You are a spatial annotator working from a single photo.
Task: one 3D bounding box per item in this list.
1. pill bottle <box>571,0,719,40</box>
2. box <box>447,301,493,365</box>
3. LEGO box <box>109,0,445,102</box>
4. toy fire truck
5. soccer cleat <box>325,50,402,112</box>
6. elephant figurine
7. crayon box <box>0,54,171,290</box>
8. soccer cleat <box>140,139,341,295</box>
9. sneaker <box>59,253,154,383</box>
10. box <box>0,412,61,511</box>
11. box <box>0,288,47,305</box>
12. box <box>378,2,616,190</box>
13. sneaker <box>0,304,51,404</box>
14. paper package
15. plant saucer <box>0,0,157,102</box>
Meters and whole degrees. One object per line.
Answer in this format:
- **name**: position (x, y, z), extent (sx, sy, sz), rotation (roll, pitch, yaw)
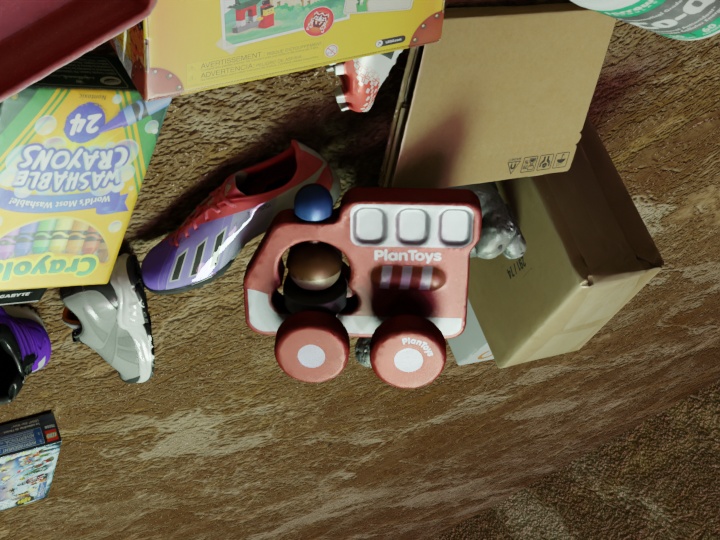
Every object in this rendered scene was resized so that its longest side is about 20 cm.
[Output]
- **pill bottle**: position (0.199, -0.235, 0.939), extent (0.113, 0.114, 0.199), rotation (-38, 155, 33)
- **box**: position (0.208, 0.036, 1.628), extent (0.199, 0.098, 0.124), rotation (-7, 154, -38)
- **LEGO box**: position (-0.047, -0.196, 0.758), extent (0.199, 0.077, 0.149), rotation (-15, 136, -22)
- **toy fire truck**: position (0.000, 0.000, 1.121), extent (0.199, 0.112, 0.169), rotation (3, 123, 3)
- **soccer cleat**: position (0.013, -0.180, 0.944), extent (0.085, 0.069, 0.200), rotation (-16, 154, -7)
- **elephant figurine**: position (0.042, -0.026, 1.227), extent (0.199, 0.156, 0.141), rotation (-28, 162, 9)
- **crayon box**: position (-0.223, -0.054, 0.920), extent (0.125, 0.052, 0.201), rotation (-4, 131, -40)
- **soccer cleat**: position (-0.116, -0.048, 1.143), extent (0.199, 0.068, 0.073), rotation (-28, 142, 10)
- **sneaker**: position (-0.237, 0.049, 1.241), extent (0.079, 0.074, 0.200), rotation (-11, 151, -7)
- **box**: position (-0.424, 0.234, 1.517), extent (0.136, 0.040, 0.200), rotation (-13, 157, -24)
- **box**: position (-0.313, -0.026, 0.994), extent (0.199, 0.050, 0.160), rotation (-6, 151, -38)
- **box**: position (0.118, -0.147, 1.108), extent (0.199, 0.021, 0.164), rotation (-10, 129, -30)
- **sneaker**: position (-0.321, 0.077, 1.157), extent (0.069, 0.100, 0.200), rotation (-21, 159, 0)
- **paper package**: position (0.184, -0.028, 1.314), extent (0.103, 0.191, 0.200), rotation (-11, 156, -25)
- **plant saucer**: position (-0.226, -0.163, 0.613), extent (0.199, 0.037, 0.200), rotation (-32, 124, -9)
